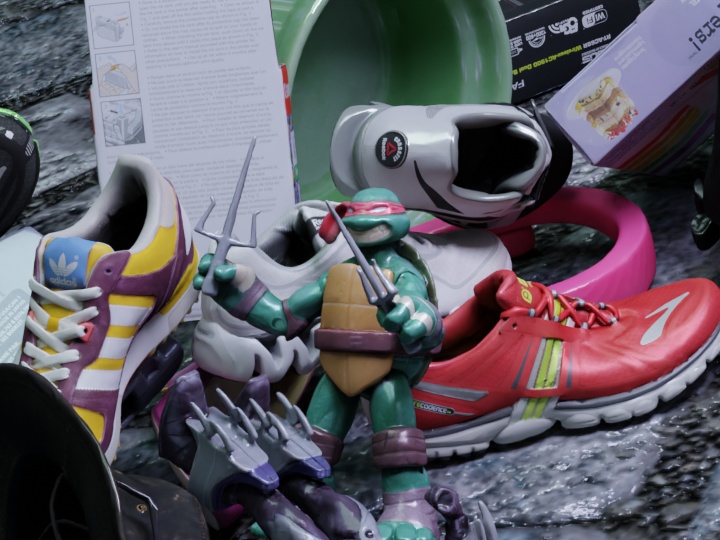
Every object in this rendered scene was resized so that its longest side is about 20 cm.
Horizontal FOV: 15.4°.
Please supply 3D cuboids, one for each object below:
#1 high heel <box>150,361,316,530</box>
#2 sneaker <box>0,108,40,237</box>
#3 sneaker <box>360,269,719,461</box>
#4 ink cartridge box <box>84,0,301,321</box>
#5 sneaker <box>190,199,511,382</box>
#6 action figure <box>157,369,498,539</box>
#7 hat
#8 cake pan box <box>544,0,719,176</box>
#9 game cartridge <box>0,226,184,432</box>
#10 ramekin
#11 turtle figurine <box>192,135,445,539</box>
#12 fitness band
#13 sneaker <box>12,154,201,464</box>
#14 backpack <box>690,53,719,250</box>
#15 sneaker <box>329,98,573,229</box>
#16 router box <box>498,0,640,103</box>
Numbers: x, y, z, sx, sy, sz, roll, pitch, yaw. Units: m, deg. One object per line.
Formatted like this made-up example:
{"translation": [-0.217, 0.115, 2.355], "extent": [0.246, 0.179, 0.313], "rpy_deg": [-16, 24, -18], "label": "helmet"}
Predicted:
{"translation": [-0.054, 0.073, 1.404], "extent": [0.096, 0.068, 0.200], "rpy_deg": [-29, 11, 3], "label": "high heel"}
{"translation": [-0.251, -0.011, 1.416], "extent": [0.200, 0.077, 0.084], "rpy_deg": [-37, 20, -5], "label": "sneaker"}
{"translation": [0.095, 0.036, 1.377], "extent": [0.199, 0.085, 0.077], "rpy_deg": [-17, 25, -5], "label": "sneaker"}
{"translation": [-0.091, -0.075, 1.474], "extent": [0.108, 0.201, 0.050], "rpy_deg": [-5, 6, 3], "label": "ink cartridge box"}
{"translation": [0.000, 0.000, 1.420], "extent": [0.199, 0.081, 0.075], "rpy_deg": [-15, 22, -35], "label": "sneaker"}
{"translation": [-0.009, 0.127, 1.205], "extent": [0.130, 0.070, 0.200], "rpy_deg": [-13, 46, -45], "label": "action figure"}
{"translation": [-0.114, 0.130, 1.199], "extent": [0.081, 0.202, 0.200], "rpy_deg": [-10, 19, -29], "label": "hat"}
{"translation": [0.212, -0.138, 1.531], "extent": [0.200, 0.052, 0.184], "rpy_deg": [-43, -11, 13], "label": "cake pan box"}
{"translation": [-0.206, 0.075, 1.398], "extent": [0.133, 0.041, 0.200], "rpy_deg": [37, 69, 18], "label": "game cartridge"}
{"translation": [-0.010, -0.106, 1.597], "extent": [0.097, 0.201, 0.200], "rpy_deg": [15, 38, 42], "label": "ramekin"}
{"translation": [-0.004, 0.033, 1.308], "extent": [0.100, 0.201, 0.149], "rpy_deg": [1, -2, -42], "label": "turtle figurine"}
{"translation": [0.070, 0.007, 1.515], "extent": [0.199, 0.038, 0.144], "rpy_deg": [-21, 25, -11], "label": "fitness band"}
{"translation": [-0.147, 0.032, 1.333], "extent": [0.075, 0.090, 0.200], "rpy_deg": [8, 51, 23], "label": "sneaker"}
{"translation": [0.291, -0.088, 1.420], "extent": [0.190, 0.201, 0.154], "rpy_deg": [-17, 44, -27], "label": "backpack"}
{"translation": [0.076, -0.057, 1.467], "extent": [0.088, 0.074, 0.200], "rpy_deg": [3, 5, 36], "label": "sneaker"}
{"translation": [0.088, -0.178, 1.874], "extent": [0.149, 0.062, 0.200], "rpy_deg": [-21, 25, -15], "label": "router box"}
